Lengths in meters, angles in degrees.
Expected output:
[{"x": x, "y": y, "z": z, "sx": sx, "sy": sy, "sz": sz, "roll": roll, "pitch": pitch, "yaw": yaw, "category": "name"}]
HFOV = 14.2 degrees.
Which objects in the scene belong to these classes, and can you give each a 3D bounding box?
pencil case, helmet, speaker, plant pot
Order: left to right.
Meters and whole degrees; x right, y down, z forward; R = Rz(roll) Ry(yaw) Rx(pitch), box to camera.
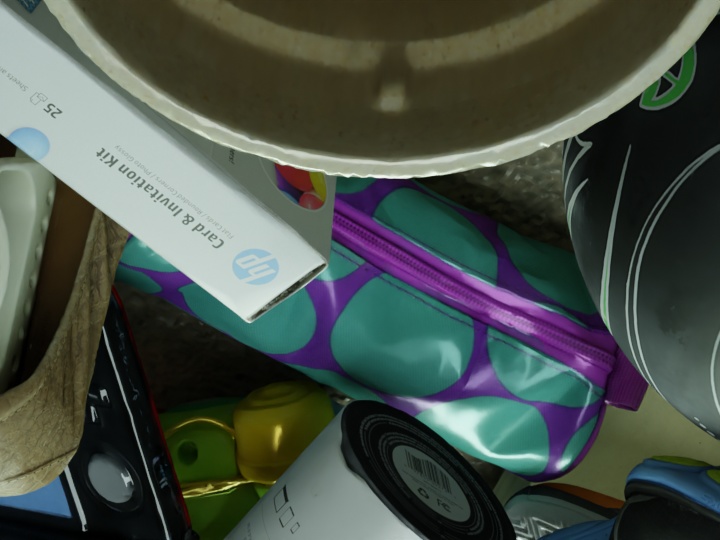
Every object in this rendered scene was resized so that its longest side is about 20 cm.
[{"x": -0.039, "y": 0.141, "z": 1.008, "sx": 0.081, "sy": 0.081, "sz": 0.200, "roll": 33, "pitch": 111, "yaw": -23, "category": "speaker"}, {"x": 0.000, "y": 0.000, "z": 1.014, "sx": 0.199, "sy": 0.085, "sz": 0.092, "roll": 26, "pitch": 163, "yaw": -20, "category": "pencil case"}, {"x": 0.007, "y": -0.161, "z": 0.814, "sx": 0.199, "sy": 0.184, "sz": 0.201, "roll": 1, "pitch": 131, "yaw": 1, "category": "plant pot"}, {"x": 0.157, "y": -0.027, "z": 0.862, "sx": 0.199, "sy": 0.201, "sz": 0.191, "roll": 19, "pitch": 143, "yaw": -13, "category": "helmet"}]

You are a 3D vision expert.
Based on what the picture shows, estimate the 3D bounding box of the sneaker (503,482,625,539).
[{"x": 0.150, "y": 0.120, "z": 1.063, "sx": 0.199, "sy": 0.112, "sz": 0.078, "roll": 30, "pitch": 132, "yaw": 8, "category": "sneaker"}]

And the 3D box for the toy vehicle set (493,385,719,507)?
[{"x": 0.095, "y": 0.130, "z": 1.107, "sx": 0.124, "sy": 0.027, "sz": 0.201, "roll": 25, "pitch": 103, "yaw": -19, "category": "toy vehicle set"}]

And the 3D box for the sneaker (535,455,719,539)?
[{"x": 0.098, "y": 0.113, "z": 0.927, "sx": 0.070, "sy": 0.083, "sz": 0.200, "roll": 12, "pitch": 155, "yaw": -17, "category": "sneaker"}]

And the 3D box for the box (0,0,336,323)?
[{"x": -0.087, "y": -0.099, "z": 0.891, "sx": 0.200, "sy": 0.156, "sz": 0.041, "roll": 37, "pitch": 124, "yaw": -26, "category": "box"}]

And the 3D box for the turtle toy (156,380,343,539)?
[{"x": -0.069, "y": 0.108, "z": 1.099, "sx": 0.199, "sy": 0.101, "sz": 0.146, "roll": -8, "pitch": 107, "yaw": 12, "category": "turtle toy"}]

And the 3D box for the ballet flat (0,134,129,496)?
[{"x": -0.106, "y": -0.029, "z": 0.922, "sx": 0.067, "sy": 0.201, "sz": 0.072, "roll": 7, "pitch": 162, "yaw": 16, "category": "ballet flat"}]

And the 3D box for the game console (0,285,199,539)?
[{"x": -0.169, "y": 0.088, "z": 1.009, "sx": 0.199, "sy": 0.119, "sz": 0.173, "roll": 6, "pitch": 122, "yaw": 38, "category": "game console"}]
